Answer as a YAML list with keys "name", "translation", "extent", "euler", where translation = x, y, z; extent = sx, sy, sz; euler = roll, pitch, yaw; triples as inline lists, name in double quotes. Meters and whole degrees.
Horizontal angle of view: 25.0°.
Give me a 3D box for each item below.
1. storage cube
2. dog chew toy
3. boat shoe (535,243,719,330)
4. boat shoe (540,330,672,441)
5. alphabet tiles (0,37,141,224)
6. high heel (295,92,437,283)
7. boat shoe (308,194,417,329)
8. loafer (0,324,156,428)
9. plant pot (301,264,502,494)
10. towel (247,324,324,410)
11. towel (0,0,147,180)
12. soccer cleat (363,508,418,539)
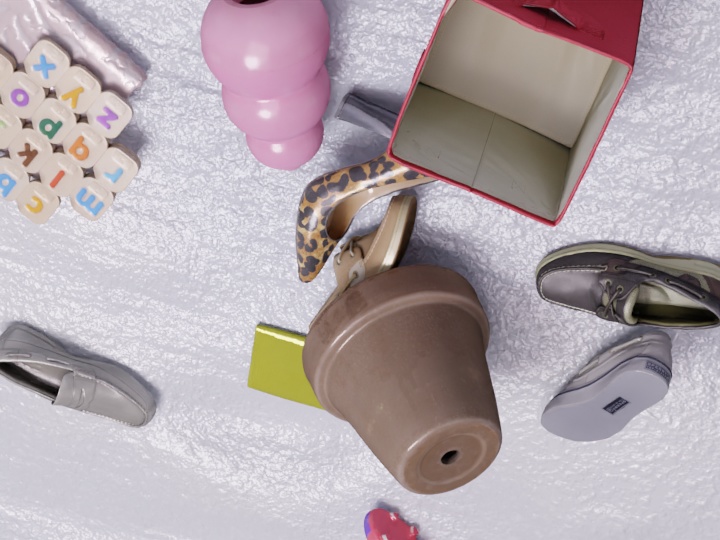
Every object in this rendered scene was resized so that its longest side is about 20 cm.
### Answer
- name: "storage cube"
  translation: [0.141, -0.181, 1.458]
  extent: [0.169, 0.180, 0.201]
  euler: [22, 126, -1]
- name: "dog chew toy"
  translation: [-0.082, -0.182, 1.556]
  extent: [0.123, 0.125, 0.201]
  euler: [1, 131, 14]
- name: "boat shoe"
  translation: [0.271, 0.022, 1.626]
  extent: [0.198, 0.066, 0.072]
  euler: [5, 125, 11]
- name: "boat shoe"
  translation: [0.258, 0.119, 1.695]
  extent: [0.071, 0.066, 0.200]
  euler: [28, 147, -9]
- name: "alphabet tiles"
  translation: [-0.325, -0.141, 1.667]
  extent: [0.199, 0.015, 0.196]
  euler: [38, 124, -11]
- name: "high heel"
  translation: [0.015, -0.058, 1.599]
  extent: [0.142, 0.071, 0.202]
  euler: [26, 107, 20]
- name: "boat shoe"
  translation: [0.000, 0.000, 1.678]
  extent: [0.064, 0.071, 0.201]
  euler: [27, 121, 5]
- name: "loafer"
  translation: [-0.329, 0.132, 1.852]
  extent: [0.198, 0.070, 0.070]
  euler: [24, 125, -2]
- name: "plant pot"
  translation: [0.059, 0.123, 1.635]
  extent: [0.198, 0.175, 0.202]
  euler: [-14, 137, -14]
- name: "towel"
  translation: [-0.026, 0.118, 1.799]
  extent: [0.198, 0.018, 0.087]
  euler: [15, 120, 6]
- name: "towel"
  translation: [-0.343, -0.207, 1.657]
  extent: [0.200, 0.032, 0.191]
  euler: [41, 124, -13]
- name: "soccer cleat"
  translation: [0.056, 0.362, 1.911]
  extent: [0.076, 0.067, 0.200]
  euler: [-26, 116, 33]
